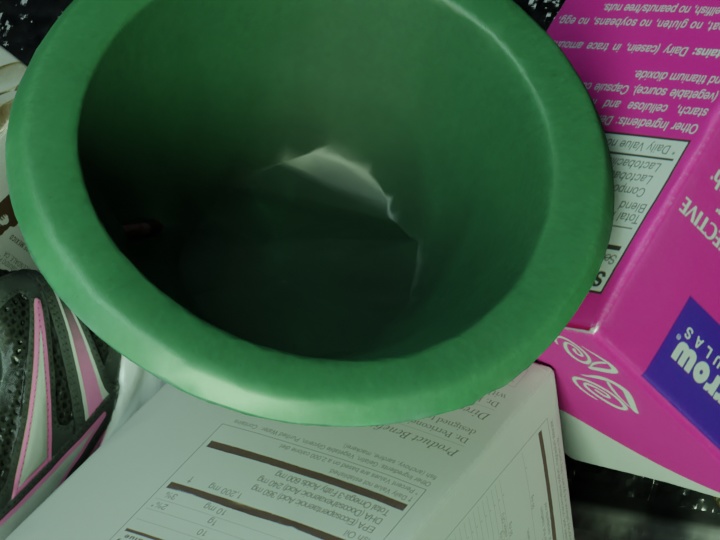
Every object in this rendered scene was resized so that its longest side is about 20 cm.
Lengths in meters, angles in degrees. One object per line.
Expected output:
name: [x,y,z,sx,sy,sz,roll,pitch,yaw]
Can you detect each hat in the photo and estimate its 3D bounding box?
hat: [-0.024,0.007,0.696,0.165,0.176,0.200,24,52,4]

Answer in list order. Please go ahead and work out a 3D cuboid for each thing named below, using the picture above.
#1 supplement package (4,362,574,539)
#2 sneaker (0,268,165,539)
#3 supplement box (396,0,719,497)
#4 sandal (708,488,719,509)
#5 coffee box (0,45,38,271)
supplement package: [-0.033,0.114,0.658,0.109,0.114,0.200,14,39,31]
sneaker: [-0.124,0.092,0.730,0.080,0.086,0.200,-13,60,54]
supplement box: [0.115,-0.041,0.714,0.103,0.101,0.200,13,67,54]
sandal: [0.148,0.095,0.678,0.082,0.055,0.200,-35,36,14]
coffee box: [-0.190,0.000,0.890,0.200,0.080,0.114,-51,49,-2]
